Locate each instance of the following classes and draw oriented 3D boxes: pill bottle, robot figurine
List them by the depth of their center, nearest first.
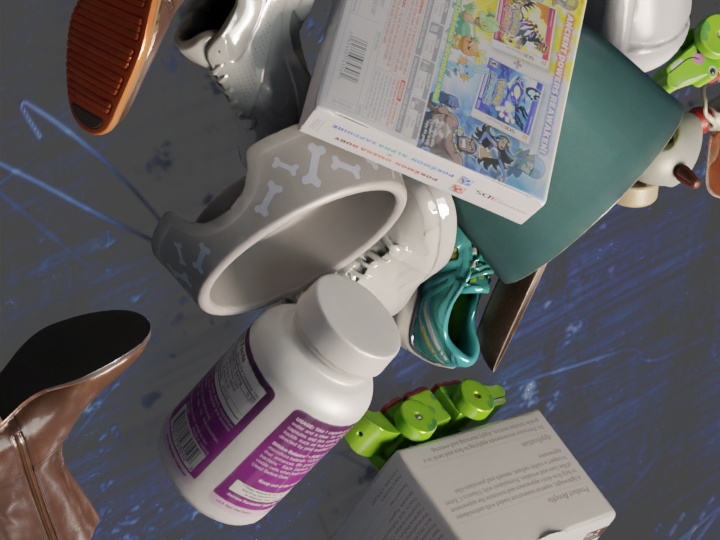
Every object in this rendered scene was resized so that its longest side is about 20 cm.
[{"bbox_3d":[-0.061,0.097,1.541,0.112,0.113,0.200,5,137,-50],"label":"pill bottle"},{"bbox_3d":[0.220,-0.247,1.647,0.170,0.112,0.201,-67,161,-50],"label":"robot figurine"}]

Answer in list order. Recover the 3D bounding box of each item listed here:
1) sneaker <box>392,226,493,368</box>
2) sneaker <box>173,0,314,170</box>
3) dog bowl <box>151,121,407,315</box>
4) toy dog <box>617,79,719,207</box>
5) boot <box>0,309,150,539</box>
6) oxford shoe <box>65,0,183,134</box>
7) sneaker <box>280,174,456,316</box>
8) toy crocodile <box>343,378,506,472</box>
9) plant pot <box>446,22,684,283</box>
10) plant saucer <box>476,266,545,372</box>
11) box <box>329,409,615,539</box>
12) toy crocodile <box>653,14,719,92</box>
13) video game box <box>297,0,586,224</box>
[{"bbox_3d":[0.083,-0.013,1.691,0.077,0.079,0.202,-16,118,-41],"label":"sneaker"},{"bbox_3d":[-0.088,-0.155,1.413,0.099,0.078,0.201,-17,125,-26],"label":"sneaker"},{"bbox_3d":[-0.054,-0.037,1.465,0.199,0.059,0.200,-27,163,-9],"label":"dog bowl"},{"bbox_3d":[0.323,-0.121,1.874,0.200,0.096,0.132,-39,141,-22],"label":"toy dog"},{"bbox_3d":[-0.217,0.141,1.487,0.185,0.064,0.201,-28,134,-13],"label":"boot"},{"bbox_3d":[-0.138,-0.183,1.326,0.073,0.071,0.201,0,117,-54],"label":"oxford shoe"},{"bbox_3d":[0.000,0.000,1.580,0.115,0.074,0.200,-26,159,-31],"label":"sneaker"},{"bbox_3d":[0.059,0.133,1.804,0.199,0.062,0.068,-14,149,-45],"label":"toy crocodile"},{"bbox_3d":[0.128,-0.118,1.570,0.201,0.161,0.201,-44,-173,7],"label":"plant pot"},{"bbox_3d":[0.148,-0.007,1.755,0.200,0.032,0.201,24,90,-84],"label":"plant saucer"},{"bbox_3d":[0.090,0.252,1.821,0.198,0.131,0.200,-11,145,-43],"label":"box"},{"bbox_3d":[0.348,-0.219,1.825,0.200,0.062,0.067,-38,-178,-20],"label":"toy crocodile"},{"bbox_3d":[0.064,-0.157,1.429,0.047,0.181,0.201,132,-24,-59],"label":"video game box"}]
